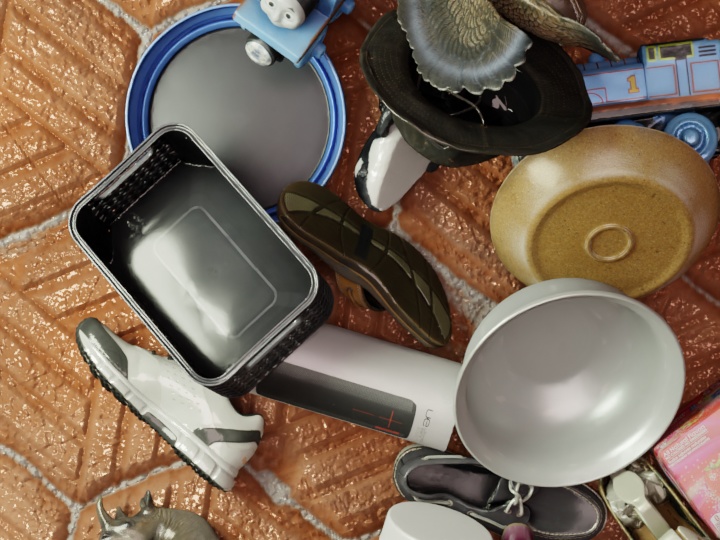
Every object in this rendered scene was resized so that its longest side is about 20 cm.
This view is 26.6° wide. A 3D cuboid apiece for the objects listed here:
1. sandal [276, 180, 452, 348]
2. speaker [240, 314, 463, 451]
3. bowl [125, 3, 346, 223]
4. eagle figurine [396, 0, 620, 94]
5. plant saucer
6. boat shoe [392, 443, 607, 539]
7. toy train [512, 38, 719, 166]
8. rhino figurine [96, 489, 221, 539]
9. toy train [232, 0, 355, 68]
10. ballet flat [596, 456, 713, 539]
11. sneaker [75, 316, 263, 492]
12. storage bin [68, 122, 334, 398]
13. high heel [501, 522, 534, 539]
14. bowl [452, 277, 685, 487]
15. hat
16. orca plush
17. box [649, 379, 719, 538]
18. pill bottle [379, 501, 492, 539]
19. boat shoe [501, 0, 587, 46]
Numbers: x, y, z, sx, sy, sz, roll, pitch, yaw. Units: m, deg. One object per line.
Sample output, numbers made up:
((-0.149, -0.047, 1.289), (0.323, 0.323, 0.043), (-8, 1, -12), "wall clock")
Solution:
((0.000, 0.000, 1.348), (0.199, 0.082, 0.055), (34, 133, -16), "sandal")
((-0.005, 0.095, 1.350), (0.198, 0.081, 0.082), (17, 92, 1), "speaker")
((-0.110, -0.136, 1.368), (0.198, 0.039, 0.203), (0, 91, 2), "bowl")
((0.101, -0.230, 1.233), (0.151, 0.151, 0.202), (-24, 84, 11), "eagle figurine")
((0.211, -0.034, 1.299), (0.198, 0.036, 0.201), (0, 133, 0), "plant saucer")
((0.125, 0.205, 1.355), (0.198, 0.063, 0.073), (15, 92, 2), "boat shoe")
((0.228, -0.136, 1.328), (0.198, 0.087, 0.116), (-6, 83, 6), "toy train")
((-0.157, 0.266, 1.368), (0.199, 0.060, 0.088), (37, 73, 2), "rhino figurine")
((-0.032, -0.264, 1.304), (0.086, 0.114, 0.201), (35, 66, 1), "toy train")
((0.260, 0.226, 1.292), (0.070, 0.200, 0.071), (-13, 128, -17), "ballet flat")
((-0.171, 0.107, 1.370), (0.200, 0.074, 0.080), (42, 78, -4), "sneaker")
((-0.132, -0.007, 1.283), (0.135, 0.094, 0.200), (-42, 78, -2), "storage bin")
((0.137, 0.328, 1.328), (0.067, 0.096, 0.202), (7, 107, 2), "high heel")
((0.171, 0.081, 1.307), (0.199, 0.091, 0.203), (-3, 122, -5), "bowl")
((0.088, -0.133, 1.257), (0.199, 0.201, 0.081), (19, 132, 1), "hat")
((0.038, -0.155, 1.346), (0.071, 0.105, 0.202), (31, 109, 36), "orca plush")
((0.356, 0.131, 1.327), (0.199, 0.100, 0.096), (-37, 90, 3), "box")
((0.045, 0.312, 1.319), (0.113, 0.114, 0.202), (14, 103, 2), "pill bottle")
((0.120, -0.277, 1.337), (0.202, 0.075, 0.075), (43, 93, 0), "boat shoe")
